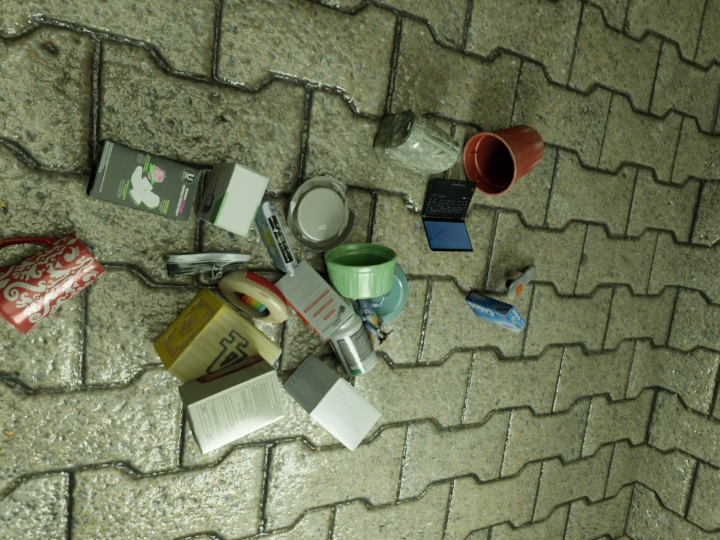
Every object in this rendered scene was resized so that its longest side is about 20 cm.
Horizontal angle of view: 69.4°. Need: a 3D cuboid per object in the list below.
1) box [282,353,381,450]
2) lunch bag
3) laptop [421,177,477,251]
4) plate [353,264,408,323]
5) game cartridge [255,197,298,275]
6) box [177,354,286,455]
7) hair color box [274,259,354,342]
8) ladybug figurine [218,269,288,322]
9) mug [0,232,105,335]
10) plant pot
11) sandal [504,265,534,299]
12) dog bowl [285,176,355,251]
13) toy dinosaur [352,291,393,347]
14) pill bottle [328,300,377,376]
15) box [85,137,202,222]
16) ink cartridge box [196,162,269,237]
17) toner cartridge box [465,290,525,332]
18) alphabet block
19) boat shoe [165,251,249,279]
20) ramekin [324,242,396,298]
[{"bbox_3d":[-0.083,0.365,1.461,0.131,0.199,0.200,-49,120,-12],"label":"box"},{"bbox_3d":[0.166,-0.358,1.470,0.199,0.168,0.140,22,89,-33],"label":"lunch bag"},{"bbox_3d":[0.291,-0.170,1.619,0.177,0.103,0.201,0,121,-31],"label":"laptop"},{"bbox_3d":[0.070,0.072,1.591,0.199,0.026,0.201,-7,105,-29],"label":"plate"},{"bbox_3d":[-0.221,-0.089,1.318,0.040,0.133,0.201,-26,112,-16],"label":"game cartridge"},{"bbox_3d":[-0.283,0.292,1.156,0.199,0.109,0.128,-19,110,-26],"label":"box"},{"bbox_3d":[-0.125,0.082,1.396,0.111,0.064,0.200,-42,81,-16],"label":"hair color box"},{"bbox_3d":[-0.266,0.063,1.335,0.200,0.136,0.072,37,51,-21],"label":"ladybug figurine"},{"bbox_3d":[-0.665,0.004,1.079,0.200,0.133,0.178,-39,119,-21],"label":"mug"},{"bbox_3d":[0.463,-0.362,1.643,0.195,0.200,0.202,-28,114,-32],"label":"plant pot"},{"bbox_3d":[0.557,0.036,1.860,0.206,0.059,0.080,-30,133,-44],"label":"sandal"},{"bbox_3d":[-0.113,-0.155,1.413,0.199,0.059,0.201,-7,104,-29],"label":"dog bowl"},{"bbox_3d":[0.014,0.135,1.525,0.182,0.200,0.105,48,40,3],"label":"toy dinosaur"},{"bbox_3d":[-0.034,0.196,1.504,0.113,0.113,0.201,-32,116,-21],"label":"pill bottle"},{"bbox_3d":[-0.473,-0.193,1.136,0.199,0.148,0.125,16,91,-32],"label":"box"},{"bbox_3d":[-0.303,-0.170,1.214,0.087,0.200,0.146,20,91,-29],"label":"ink cartridge box"},{"bbox_3d":[0.444,0.135,1.724,0.043,0.200,0.095,-48,119,-11],"label":"toner cartridge box"},{"bbox_3d":[-0.349,0.189,1.270,0.200,0.195,0.197,45,75,-29],"label":"alphabet block"},{"bbox_3d":[-0.372,-0.011,1.280,0.199,0.074,0.068,-5,99,-30],"label":"boat shoe"},{"bbox_3d":[0.000,0.000,1.437,0.199,0.200,0.098,-12,114,-28],"label":"ramekin"}]
